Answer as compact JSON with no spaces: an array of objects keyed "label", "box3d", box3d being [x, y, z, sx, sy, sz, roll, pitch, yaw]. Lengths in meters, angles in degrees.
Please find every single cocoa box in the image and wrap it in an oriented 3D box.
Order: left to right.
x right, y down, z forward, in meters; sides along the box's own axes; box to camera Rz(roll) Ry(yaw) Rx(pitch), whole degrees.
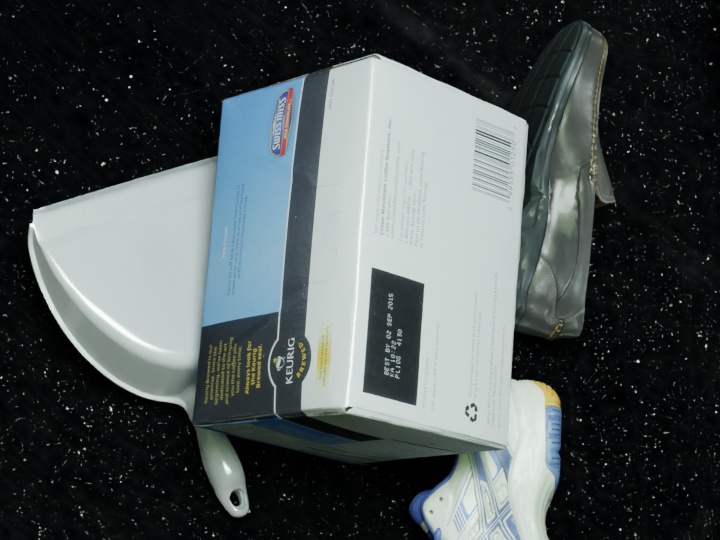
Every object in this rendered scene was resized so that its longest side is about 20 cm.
[{"label":"cocoa box","box3d":[0.000,0.000,1.214,0.133,0.131,0.201,18,70,-42]}]

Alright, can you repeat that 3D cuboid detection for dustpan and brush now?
[{"label":"dustpan and brush","box3d":[-0.103,0.047,1.247,0.139,0.057,0.200,-18,75,-29]}]

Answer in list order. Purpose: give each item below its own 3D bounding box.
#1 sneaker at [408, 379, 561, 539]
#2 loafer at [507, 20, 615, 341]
[{"label":"sneaker","box3d":[0.071,0.163,1.253,0.088,0.075,0.201,2,69,-1]},{"label":"loafer","box3d":[0.122,-0.054,1.314,0.072,0.073,0.200,19,83,-17]}]
